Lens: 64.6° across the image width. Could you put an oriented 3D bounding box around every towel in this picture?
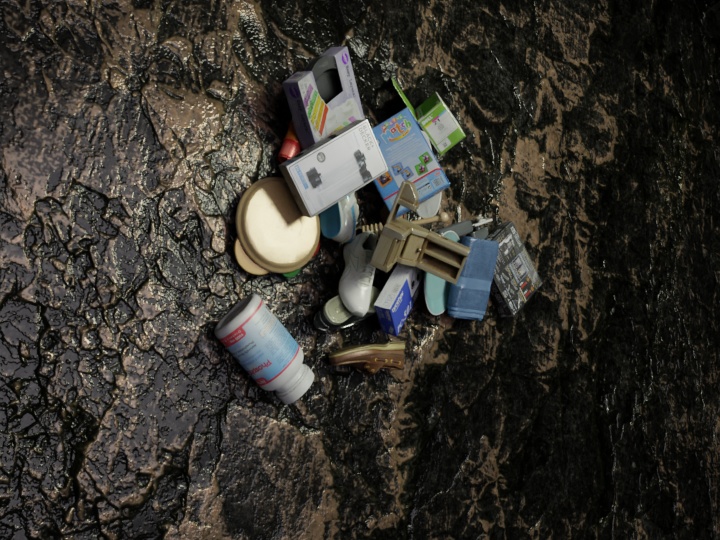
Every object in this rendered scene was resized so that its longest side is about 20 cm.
[{"bbox_3d":[0.276,0.020,1.412,0.109,0.048,0.206,9,96,-26],"label":"towel"}]

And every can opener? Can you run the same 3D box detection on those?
[{"bbox_3d":[0.264,-0.097,1.450,0.196,0.052,0.068,-15,93,-33],"label":"can opener"}]

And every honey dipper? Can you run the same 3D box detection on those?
[{"bbox_3d":[0.101,-0.099,1.280,0.194,0.038,0.039,-10,88,9],"label":"honey dipper"}]

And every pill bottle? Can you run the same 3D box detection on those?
[{"bbox_3d":[-0.179,0.155,1.092,0.109,0.108,0.202,-46,107,-28],"label":"pill bottle"}]

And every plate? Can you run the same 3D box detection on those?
[{"bbox_3d":[0.193,0.005,1.370,0.198,0.025,0.206,-26,122,-50],"label":"plate"}]

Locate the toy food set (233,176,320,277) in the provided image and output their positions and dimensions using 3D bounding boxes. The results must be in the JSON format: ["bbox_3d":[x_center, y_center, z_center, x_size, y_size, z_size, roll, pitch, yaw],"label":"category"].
[{"bbox_3d":[-0.166,-0.089,1.169,0.193,0.048,0.207,2,82,-33],"label":"toy food set"}]

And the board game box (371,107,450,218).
[{"bbox_3d":[0.091,-0.242,1.288,0.149,0.037,0.204,-28,81,3],"label":"board game box"}]

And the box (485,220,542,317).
[{"bbox_3d":[0.391,-0.004,1.523,0.157,0.049,0.203,-39,106,-31],"label":"box"}]

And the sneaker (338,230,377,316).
[{"bbox_3d":[0.000,0.000,1.211,0.069,0.080,0.205,21,50,-28],"label":"sneaker"}]

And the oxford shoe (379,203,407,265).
[{"bbox_3d":[0.078,-0.113,1.335,0.069,0.071,0.207,3,83,-2],"label":"oxford shoe"}]

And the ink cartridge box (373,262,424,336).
[{"bbox_3d":[0.099,0.038,1.290,0.202,0.043,0.095,-58,147,-32],"label":"ink cartridge box"}]

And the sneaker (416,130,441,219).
[{"bbox_3d":[0.155,-0.215,1.354,0.071,0.116,0.207,-6,83,9],"label":"sneaker"}]

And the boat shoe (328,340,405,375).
[{"bbox_3d":[0.020,0.195,1.240,0.196,0.071,0.070,0,82,-36],"label":"boat shoe"}]

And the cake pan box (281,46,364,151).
[{"bbox_3d":[-0.071,-0.348,1.206,0.185,0.051,0.204,-50,136,-39],"label":"cake pan box"}]

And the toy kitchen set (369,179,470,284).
[{"bbox_3d":[0.139,-0.070,1.151,0.177,0.200,0.167,24,105,8],"label":"toy kitchen set"}]

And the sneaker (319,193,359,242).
[{"bbox_3d":[-0.045,-0.160,1.251,0.080,0.075,0.206,21,66,-54],"label":"sneaker"}]

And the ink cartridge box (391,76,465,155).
[{"bbox_3d":[0.160,-0.393,1.363,0.201,0.075,0.149,51,18,-19],"label":"ink cartridge box"}]

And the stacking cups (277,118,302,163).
[{"bbox_3d":[-0.121,-0.320,1.223,0.060,0.060,0.205,26,71,-27],"label":"stacking cups"}]

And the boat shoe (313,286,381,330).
[{"bbox_3d":[-0.021,0.082,1.240,0.197,0.068,0.073,-17,68,-47],"label":"boat shoe"}]

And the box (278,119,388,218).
[{"bbox_3d":[-0.053,-0.209,1.155,0.197,0.060,0.119,-32,111,-16],"label":"box"}]
